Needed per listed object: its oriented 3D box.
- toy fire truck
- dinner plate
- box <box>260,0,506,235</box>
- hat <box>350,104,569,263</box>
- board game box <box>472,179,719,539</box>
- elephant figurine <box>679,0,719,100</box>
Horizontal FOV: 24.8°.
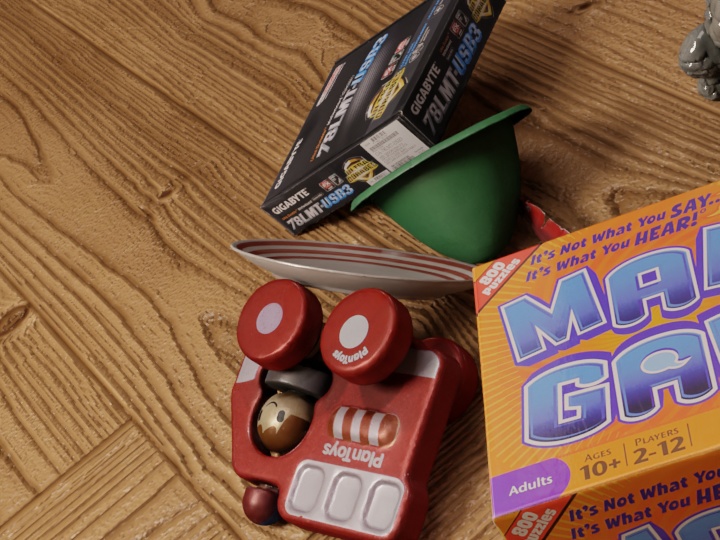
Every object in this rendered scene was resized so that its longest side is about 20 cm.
[{"bbox_3d":[-0.021,0.106,1.170,0.200,0.112,0.168,5,68,41],"label":"toy fire truck"},{"bbox_3d":[0.000,0.000,1.242,0.200,0.200,0.024,13,97,44],"label":"dinner plate"},{"bbox_3d":[0.018,-0.145,1.414,0.198,0.050,0.200,-27,29,46],"label":"box"},{"bbox_3d":[0.104,-0.018,1.288,0.165,0.176,0.200,-30,-2,5],"label":"hat"},{"bbox_3d":[0.196,0.098,0.931,0.199,0.200,0.200,-20,38,16],"label":"board game box"},{"bbox_3d":[0.331,-0.122,1.163,0.141,0.155,0.200,1,38,-30],"label":"elephant figurine"}]
